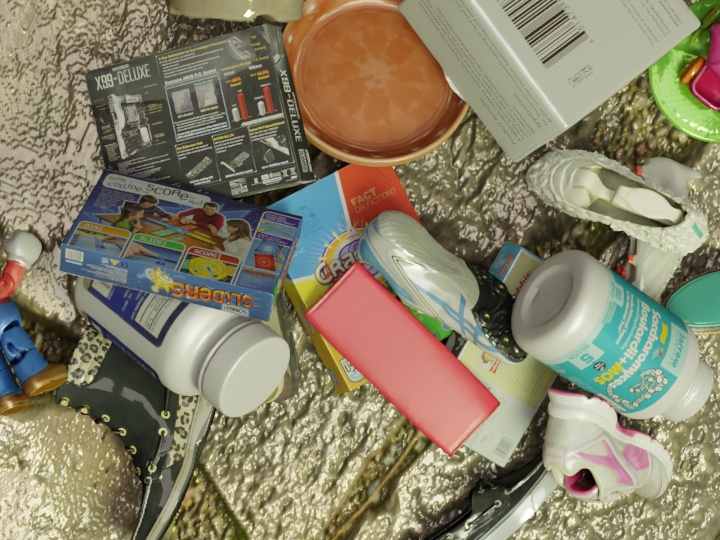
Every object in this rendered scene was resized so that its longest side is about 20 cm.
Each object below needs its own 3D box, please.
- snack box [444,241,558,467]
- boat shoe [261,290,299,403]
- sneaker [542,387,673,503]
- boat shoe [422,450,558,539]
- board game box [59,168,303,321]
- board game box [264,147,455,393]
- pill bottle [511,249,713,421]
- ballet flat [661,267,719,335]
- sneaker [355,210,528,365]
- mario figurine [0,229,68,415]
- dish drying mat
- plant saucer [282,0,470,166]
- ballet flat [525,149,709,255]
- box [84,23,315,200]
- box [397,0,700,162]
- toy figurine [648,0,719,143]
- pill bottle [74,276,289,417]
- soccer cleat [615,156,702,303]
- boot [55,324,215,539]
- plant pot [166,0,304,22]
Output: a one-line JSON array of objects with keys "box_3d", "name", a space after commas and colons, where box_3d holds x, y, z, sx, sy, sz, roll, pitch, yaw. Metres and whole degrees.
[{"box_3d": [0.145, 0.085, 1.725, 0.116, 0.037, 0.200, 32, 87, -28], "name": "snack box"}, {"box_3d": [-0.108, 0.039, 1.714, 0.072, 0.066, 0.201, -24, 71, 29], "name": "boat shoe"}, {"box_3d": [0.235, 0.191, 1.695, 0.200, 0.081, 0.088, 35, 72, -40], "name": "sneaker"}, {"box_3d": [0.127, 0.245, 1.730, 0.200, 0.069, 0.057, -44, 93, -1], "name": "boat shoe"}, {"box_3d": [-0.165, -0.026, 1.607, 0.200, 0.135, 0.034, 14, 126, 3], "name": "board game box"}, {"box_3d": [0.000, 0.000, 1.713, 0.153, 0.040, 0.200, -29, 92, -19], "name": "board game box"}, {"box_3d": [0.249, 0.071, 1.650, 0.200, 0.111, 0.111, 32, 87, -28], "name": "pill bottle"}, {"box_3d": [0.397, 0.023, 1.748, 0.200, 0.065, 0.071, -21, 68, -7], "name": "ballet flat"}, {"box_3d": [0.082, 0.023, 1.668, 0.200, 0.072, 0.072, 41, 44, 4], "name": "sneaker"}, {"box_3d": [-0.356, 0.036, 1.687, 0.123, 0.106, 0.200, -26, 83, -14], "name": "mario figurine"}, {"box_3d": [0.041, 0.086, 1.669, 0.200, 0.018, 0.077, 44, 90, -2], "name": "dish drying mat"}, {"box_3d": [0.015, -0.199, 1.719, 0.200, 0.032, 0.200, 1, 75, -5], "name": "plant saucer"}, {"box_3d": [0.252, -0.078, 1.700, 0.200, 0.072, 0.072, 22, 88, 24], "name": "ballet flat"}, {"box_3d": [-0.159, -0.141, 1.683, 0.200, 0.050, 0.158, -13, 90, 16], "name": "box"}, {"box_3d": [0.183, -0.249, 1.676, 0.200, 0.131, 0.199, -38, 93, -22], "name": "box"}, {"box_3d": [0.394, -0.227, 1.691, 0.150, 0.184, 0.200, 38, 87, -4], "name": "toy figurine"}, {"box_3d": [-0.168, 0.049, 1.639, 0.200, 0.120, 0.120, 36, 87, 28], "name": "pill bottle"}, {"box_3d": [0.303, -0.016, 1.744, 0.078, 0.069, 0.200, 9, 87, -7], "name": "soccer cleat"}, {"box_3d": [-0.234, 0.165, 1.700, 0.154, 0.073, 0.204, 20, 82, -2], "name": "boot"}, {"box_3d": [-0.118, -0.337, 1.663, 0.200, 0.200, 0.184, 3, 102, -4], "name": "plant pot"}]
